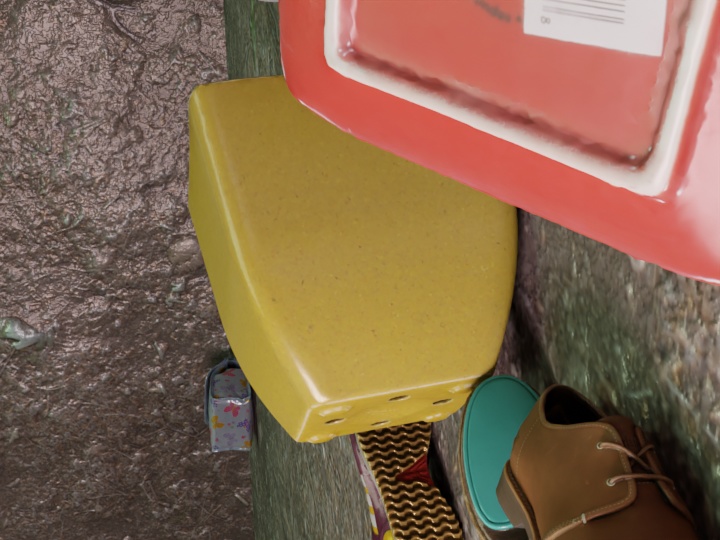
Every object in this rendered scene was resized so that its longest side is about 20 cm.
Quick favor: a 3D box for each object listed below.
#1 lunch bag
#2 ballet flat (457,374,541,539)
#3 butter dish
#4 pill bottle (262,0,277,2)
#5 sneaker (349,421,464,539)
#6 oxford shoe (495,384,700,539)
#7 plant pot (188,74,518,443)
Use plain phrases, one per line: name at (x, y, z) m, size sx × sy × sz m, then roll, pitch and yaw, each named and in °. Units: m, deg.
lunch bag at (-0.337, 0.343, 2.801) m, size 0.200 × 0.127 × 0.170 m, roll -101°, pitch 13°, yaw -62°
ballet flat at (0.103, 0.153, 0.605) m, size 0.072 × 0.068 × 0.200 m, roll 69°, pitch 180°, yaw -47°
butter dish at (0.085, -0.128, 0.356) m, size 0.199 × 0.148 × 0.201 m, roll 27°, pitch 131°, yaw 28°
pill bottle at (-0.092, -0.407, 1.190) m, size 0.114 × 0.113 × 0.201 m, roll -108°, pitch 16°, yaw -49°
sneaker at (0.030, 0.190, 0.938) m, size 0.090 × 0.075 × 0.200 m, roll 103°, pitch 160°, yaw -44°
oxford shoe at (0.114, 0.107, 0.486) m, size 0.200 × 0.071 × 0.072 m, roll -133°, pitch 54°, yaw -67°
plant pot at (0.000, 0.000, 0.721) m, size 0.194 × 0.195 × 0.201 m, roll 113°, pitch 145°, yaw -68°
